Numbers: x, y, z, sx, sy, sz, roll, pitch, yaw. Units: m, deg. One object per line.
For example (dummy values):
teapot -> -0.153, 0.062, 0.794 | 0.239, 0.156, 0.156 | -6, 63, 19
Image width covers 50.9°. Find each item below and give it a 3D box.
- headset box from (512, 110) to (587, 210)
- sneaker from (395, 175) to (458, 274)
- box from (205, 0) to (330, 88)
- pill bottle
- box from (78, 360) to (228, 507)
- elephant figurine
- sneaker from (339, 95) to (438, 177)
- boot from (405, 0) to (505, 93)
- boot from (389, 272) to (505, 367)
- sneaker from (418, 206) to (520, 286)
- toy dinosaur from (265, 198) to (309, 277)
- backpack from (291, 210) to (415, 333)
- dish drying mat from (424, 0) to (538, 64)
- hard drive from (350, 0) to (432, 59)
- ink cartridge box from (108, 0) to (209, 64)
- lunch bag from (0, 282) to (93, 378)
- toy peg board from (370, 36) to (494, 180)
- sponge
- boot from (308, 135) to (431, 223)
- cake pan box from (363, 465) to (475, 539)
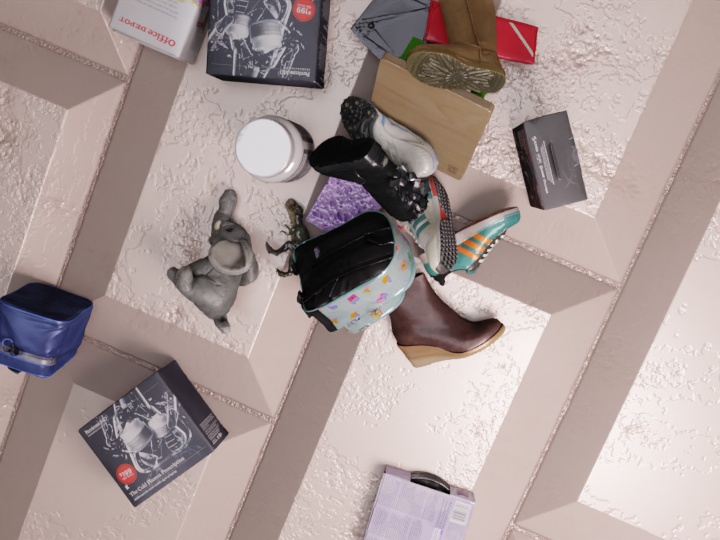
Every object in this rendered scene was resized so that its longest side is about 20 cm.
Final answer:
headset box -> 0.316, -0.183, 1.274 | 0.075, 0.200, 0.150 | -14, 96, 7
sneaker -> 0.112, -0.071, 1.339 | 0.093, 0.070, 0.201 | -20, 53, 24
box -> -0.160, -0.426, 1.342 | 0.199, 0.104, 0.183 | 5, 98, 5
pill bottle -> -0.148, -0.210, 1.317 | 0.113, 0.200, 0.115 | 1, 96, 6
box -> -0.392, 0.308, 1.444 | 0.200, 0.104, 0.182 | -36, 91, 8
elephant figurine -> -0.246, -0.022, 1.394 | 0.200, 0.141, 0.155 | -45, 120, -7
sneaker -> 0.048, -0.229, 1.312 | 0.200, 0.072, 0.072 | 38, 107, 5
boot -> 0.147, -0.382, 1.224 | 0.174, 0.066, 0.201 | 11, 56, -21
boot -> 0.146, 0.080, 1.378 | 0.199, 0.072, 0.167 | -20, 104, 15
sneaker -> 0.208, -0.043, 1.370 | 0.199, 0.071, 0.080 | -29, 94, 16
toy dinosaur -> -0.124, -0.030, 1.416 | 0.088, 0.047, 0.201 | -18, 98, 1
backpack -> 0.000, 0.000, 1.322 | 0.200, 0.176, 0.153 | -34, 132, 20
dish drying mat -> 0.212, -0.414, 1.318 | 0.199, 0.018, 0.077 | 11, 81, -9
hard drive -> 0.096, -0.411, 1.348 | 0.200, 0.042, 0.135 | 40, 98, -1
ink cartridge box -> -0.342, -0.494, 1.362 | 0.144, 0.085, 0.201 | 25, 97, 3
lunch bag -> -0.597, 0.118, 1.402 | 0.135, 0.200, 0.133 | 20, 101, -2
toy peg board -> 0.127, -0.287, 1.308 | 0.199, 0.199, 0.098 | 27, 63, 6
sponge -> -0.004, -0.151, 1.381 | 0.111, 0.030, 0.201 | 31, 107, -1
boot -> 0.017, -0.157, 1.308 | 0.162, 0.198, 0.074 | 41, 71, -33
cake pan box -> 0.107, 0.489, 1.450 | 0.183, 0.052, 0.201 | 15, 98, 2
